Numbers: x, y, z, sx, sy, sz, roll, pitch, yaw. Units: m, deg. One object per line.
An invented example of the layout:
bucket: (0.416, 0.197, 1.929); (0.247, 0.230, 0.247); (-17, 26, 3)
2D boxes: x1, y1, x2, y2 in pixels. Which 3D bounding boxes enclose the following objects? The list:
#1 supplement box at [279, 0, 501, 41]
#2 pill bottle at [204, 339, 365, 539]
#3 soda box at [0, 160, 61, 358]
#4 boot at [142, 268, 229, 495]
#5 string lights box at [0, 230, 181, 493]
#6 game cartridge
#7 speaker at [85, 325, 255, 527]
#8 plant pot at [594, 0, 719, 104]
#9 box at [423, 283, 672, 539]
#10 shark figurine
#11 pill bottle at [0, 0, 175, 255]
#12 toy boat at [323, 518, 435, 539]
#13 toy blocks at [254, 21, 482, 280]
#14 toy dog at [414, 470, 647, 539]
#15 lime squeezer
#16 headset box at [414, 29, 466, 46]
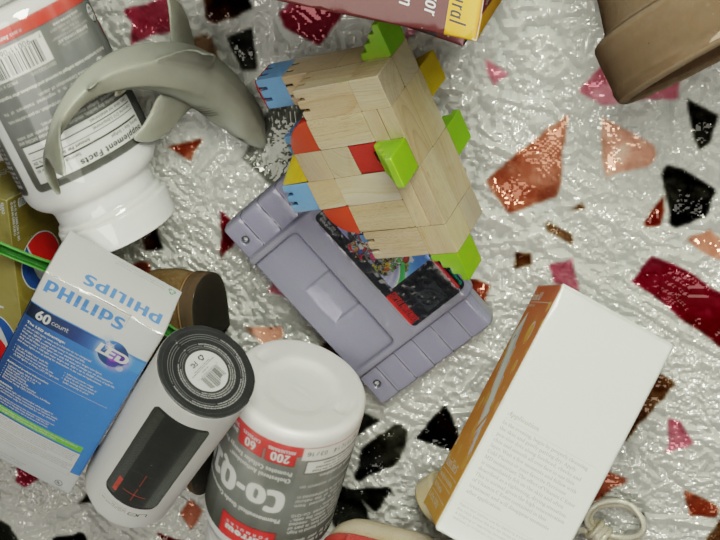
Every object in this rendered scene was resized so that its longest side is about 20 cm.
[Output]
supplement box: (0.004, -0.272, 0.938); (0.197, 0.133, 0.200); (12, 113, 8)
pill bottle: (-0.070, 0.167, 1.242); (0.113, 0.114, 0.202); (19, 127, 4)
soda box: (-0.289, 0.016, 1.254); (0.063, 0.068, 0.202); (13, 118, 25)
boot: (-0.152, 0.093, 1.272); (0.075, 0.073, 0.203); (7, 110, 26)
string lights box: (-0.231, 0.077, 1.178); (0.102, 0.059, 0.201); (29, 124, -9)
game cartridge: (0.000, 0.000, 1.206); (0.129, 0.038, 0.200); (-37, 102, 29)
speaker: (-0.154, 0.127, 1.179); (0.081, 0.082, 0.200); (34, 138, -4)
plant pot: (0.222, -0.232, 0.975); (0.199, 0.200, 0.176); (-26, 88, 23)
box: (0.139, 0.121, 1.132); (0.097, 0.124, 0.202); (29, 88, -1)
shark figurine: (-0.151, -0.139, 1.095); (0.089, 0.213, 0.130); (-5, 99, 48)
pill bottle: (-0.230, -0.117, 1.159); (0.115, 0.116, 0.202); (-18, 110, 20)
toy boat: (0.025, 0.316, 1.264); (0.129, 0.131, 0.201); (8, 138, 32)
toy blocks: (-0.003, -0.084, 1.098); (0.135, 0.100, 0.201); (-5, 125, 36)
toy dog: (0.135, 0.231, 1.243); (0.198, 0.097, 0.133); (28, 120, 0)
lime squeezer: (-0.203, 0.019, 1.213); (0.198, 0.071, 0.038); (29, 78, -7)
headset box: (0.025, -0.260, 1.054); (0.198, 0.077, 0.150); (20, 117, 5)
